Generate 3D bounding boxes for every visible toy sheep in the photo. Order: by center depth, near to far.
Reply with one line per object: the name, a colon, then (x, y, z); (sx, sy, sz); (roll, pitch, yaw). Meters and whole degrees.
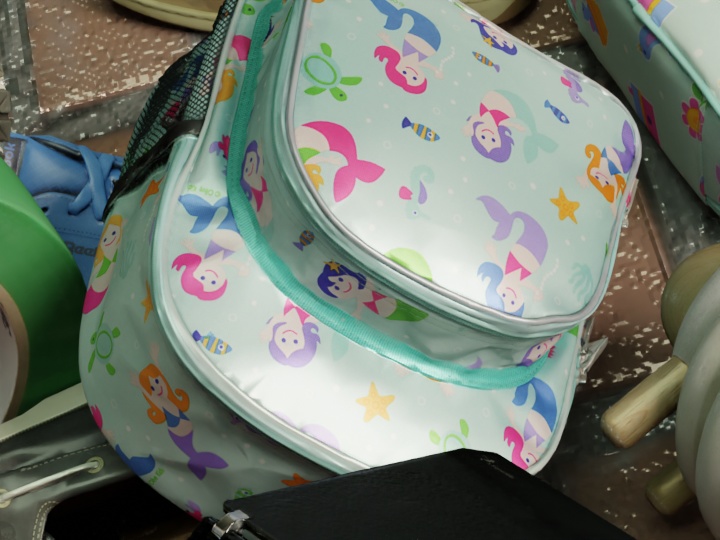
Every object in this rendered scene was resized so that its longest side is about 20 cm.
toy sheep: (0.168, 0.055, 0.863); (0.138, 0.138, 0.200); (-30, 48, -13)

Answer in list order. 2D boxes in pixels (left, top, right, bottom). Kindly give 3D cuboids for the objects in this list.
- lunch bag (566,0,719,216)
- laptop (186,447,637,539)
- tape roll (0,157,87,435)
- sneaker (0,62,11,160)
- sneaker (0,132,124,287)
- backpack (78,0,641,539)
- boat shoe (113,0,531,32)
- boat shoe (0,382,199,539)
lunch bag: (0.180, -0.108, 1.026); (0.160, 0.077, 0.200); (-24, 51, -10)
laptop: (0.019, 0.148, 0.735); (0.177, 0.103, 0.200); (30, 79, 38)
tape roll: (-0.193, 0.038, 0.901); (0.200, 0.201, 0.048); (-29, 51, -12)
sneaker: (-0.201, -0.027, 0.957); (0.090, 0.200, 0.078); (47, 35, 22)
sneaker: (-0.101, -0.017, 1.009); (0.199, 0.079, 0.066); (-2, 49, 8)
backpack: (0.000, 0.000, 0.903); (0.177, 0.151, 0.200); (30, 53, -14)
boat shoe: (-0.023, -0.147, 1.107); (0.199, 0.063, 0.074); (1, 52, 13)
boat shoe: (-0.134, 0.103, 0.920); (0.199, 0.072, 0.068); (-27, 50, -15)
